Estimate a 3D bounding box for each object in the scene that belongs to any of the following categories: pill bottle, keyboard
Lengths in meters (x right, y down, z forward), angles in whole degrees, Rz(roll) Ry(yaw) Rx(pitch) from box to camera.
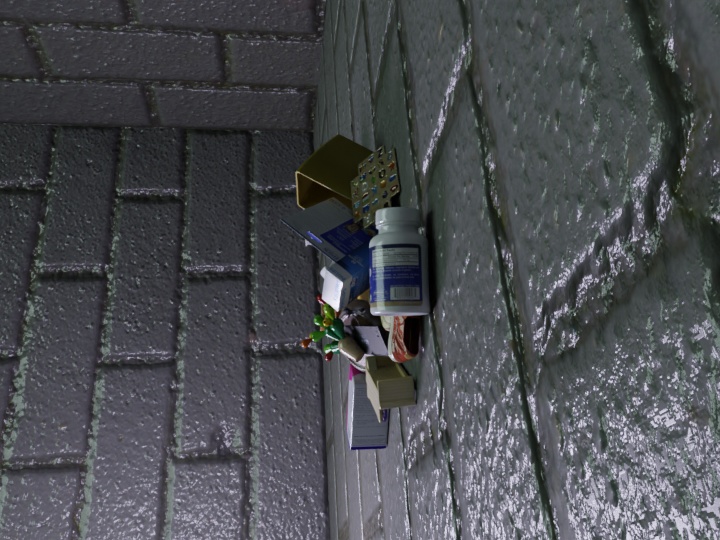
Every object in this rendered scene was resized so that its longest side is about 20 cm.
[{"bbox_3d":[0.076,-0.015,1.341,0.120,0.118,0.204,141,129,-79],"label":"pill bottle"},{"bbox_3d":[0.007,0.140,1.631,0.199,0.020,0.129,-9,106,63],"label":"keyboard"}]

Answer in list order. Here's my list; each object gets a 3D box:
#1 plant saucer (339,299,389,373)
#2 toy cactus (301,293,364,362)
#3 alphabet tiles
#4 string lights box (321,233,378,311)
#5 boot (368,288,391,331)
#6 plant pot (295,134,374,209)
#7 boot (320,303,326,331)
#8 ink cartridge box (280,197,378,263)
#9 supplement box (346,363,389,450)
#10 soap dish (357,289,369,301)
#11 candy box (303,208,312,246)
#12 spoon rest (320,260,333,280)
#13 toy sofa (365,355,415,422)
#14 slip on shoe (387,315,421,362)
[{"bbox_3d":[0.006,0.173,1.723,0.199,0.032,0.203,20,120,40],"label":"plant saucer"},{"bbox_3d":[-0.063,0.163,1.679,0.164,0.102,0.202,38,138,27],"label":"toy cactus"},{"bbox_3d":[0.035,-0.208,1.703,0.166,0.006,0.203,-33,49,38],"label":"alphabet tiles"},{"bbox_3d":[0.000,0.000,1.638,0.059,0.199,0.104,37,140,23],"label":"string lights box"},{"bbox_3d":[0.066,0.028,1.571,0.200,0.072,0.158,-112,23,-65],"label":"boot"},{"bbox_3d":[-0.048,-0.248,1.898,0.178,0.198,0.200,-59,-8,-20],"label":"plant pot"},{"bbox_3d":[-0.047,0.186,2.081,0.074,0.152,0.203,123,146,-74],"label":"boot"},{"bbox_3d":[-0.068,-0.092,1.708,0.197,0.199,0.047,37,134,24],"label":"ink cartridge box"},{"bbox_3d":[0.019,0.357,1.810,0.101,0.102,0.203,-107,18,-67],"label":"supplement box"},{"bbox_3d":[0.028,0.108,1.815,0.201,0.080,0.160,-107,19,-61],"label":"soap dish"},{"bbox_3d":[-0.078,-0.143,2.144,0.168,0.197,0.073,-106,17,-60],"label":"candy box"},{"bbox_3d":[-0.043,-0.019,1.851,0.060,0.199,0.100,-35,88,41],"label":"spoon rest"},{"bbox_3d":[0.065,0.262,1.552,0.200,0.081,0.099,-135,40,-79],"label":"toy sofa"},{"bbox_3d":[0.098,0.088,1.421,0.061,0.073,0.203,-9,73,47],"label":"slip on shoe"}]
